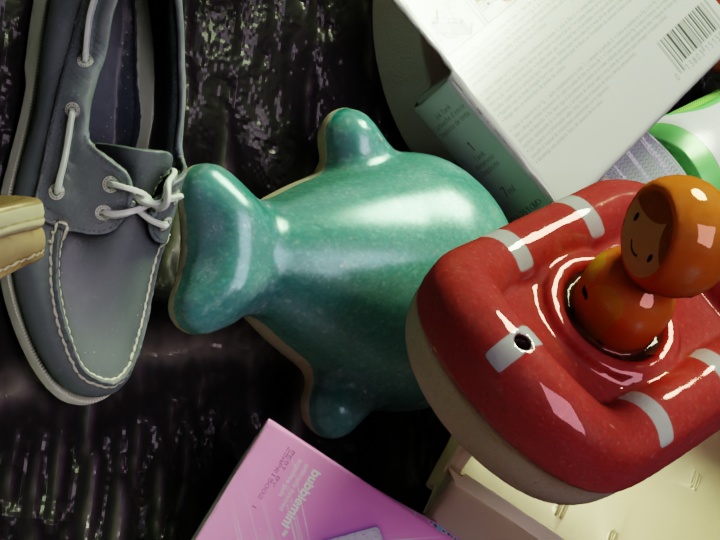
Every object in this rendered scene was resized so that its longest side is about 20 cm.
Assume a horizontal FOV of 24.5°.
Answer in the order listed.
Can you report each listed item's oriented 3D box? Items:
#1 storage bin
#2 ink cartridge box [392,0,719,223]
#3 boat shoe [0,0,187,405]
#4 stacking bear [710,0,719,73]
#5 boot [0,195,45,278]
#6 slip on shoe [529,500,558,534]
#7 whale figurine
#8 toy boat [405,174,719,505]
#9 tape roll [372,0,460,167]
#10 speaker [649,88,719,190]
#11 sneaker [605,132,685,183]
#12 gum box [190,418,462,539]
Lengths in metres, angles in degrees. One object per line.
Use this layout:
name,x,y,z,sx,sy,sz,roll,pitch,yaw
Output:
storage bin,0.157,0.089,0.838,0.199,0.094,0.199,33,44,1
ink cartridge box,0.095,-0.139,0.890,0.174,0.044,0.200,50,53,-1
boat shoe,-0.109,-0.043,0.717,0.072,0.061,0.203,6,84,-44
stacking bear,0.248,-0.223,1.055,0.113,0.121,0.203,16,85,-45
boot,-0.186,0.068,0.630,0.199,0.072,0.157,-31,109,-39
slip on shoe,0.123,0.106,0.920,0.074,0.061,0.200,45,40,-5
whale figurine,0.000,0.000,0.793,0.199,0.103,0.161,12,80,-47
toy boat,0.117,0.010,0.726,0.199,0.131,0.131,-25,66,-40
tape roll,0.088,-0.133,0.936,0.201,0.037,0.206,3,85,-45
speaker,0.240,-0.077,1.049,0.199,0.088,0.090,-26,106,-42
sneaker,0.167,0.008,0.963,0.073,0.070,0.202,-38,109,-32
gum box,-0.044,0.175,0.737,0.113,0.066,0.201,32,61,-2
